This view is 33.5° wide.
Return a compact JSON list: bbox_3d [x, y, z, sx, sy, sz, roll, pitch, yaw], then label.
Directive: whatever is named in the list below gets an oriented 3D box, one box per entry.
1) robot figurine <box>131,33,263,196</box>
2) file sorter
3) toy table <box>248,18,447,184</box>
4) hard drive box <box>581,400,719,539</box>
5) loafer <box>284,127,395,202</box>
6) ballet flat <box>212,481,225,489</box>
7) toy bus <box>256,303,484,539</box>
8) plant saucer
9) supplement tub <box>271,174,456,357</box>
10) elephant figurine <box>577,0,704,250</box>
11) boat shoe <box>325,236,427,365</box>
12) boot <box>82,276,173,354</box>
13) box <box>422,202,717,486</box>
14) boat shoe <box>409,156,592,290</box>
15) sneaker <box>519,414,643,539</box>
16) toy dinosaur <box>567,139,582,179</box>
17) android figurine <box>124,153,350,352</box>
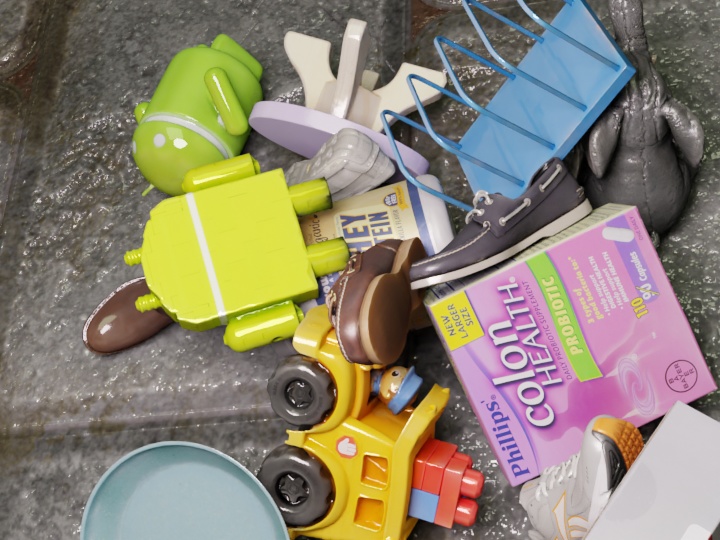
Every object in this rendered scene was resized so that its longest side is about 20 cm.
[{"bbox_3d":[-0.182,-0.168,1.345,0.175,0.116,0.201,-10,49,46],"label":"robot figurine"},{"bbox_3d":[0.126,-0.167,1.116,0.200,0.122,0.139,-52,32,27],"label":"file sorter"},{"bbox_3d":[-0.008,-0.177,1.279,0.199,0.184,0.118,20,80,-1],"label":"toy table"},{"bbox_3d":[0.241,0.219,0.935,0.077,0.200,0.156,29,72,29],"label":"hard drive box"},{"bbox_3d":[-0.037,-0.084,1.240,0.200,0.070,0.070,-25,39,58],"label":"loafer"},{"bbox_3d":[-0.095,0.272,1.072,0.071,0.072,0.201,-10,88,10],"label":"ballet flat"},{"bbox_3d":[0.020,0.145,1.047,0.191,0.136,0.201,11,106,17],"label":"toy bus"},{"bbox_3d":[-0.145,0.243,1.030,0.199,0.036,0.201,2,95,17],"label":"plant saucer"},{"bbox_3d":[0.000,0.000,1.174,0.199,0.145,0.145,-17,56,6],"label":"supplement tub"},{"bbox_3d":[0.260,-0.135,1.139,0.141,0.200,0.155,-41,59,-17],"label":"elephant figurine"},{"bbox_3d":[0.007,0.028,1.006,0.070,0.071,0.200,-7,16,16],"label":"boat shoe"},{"bbox_3d":[-0.199,0.034,1.187,0.186,0.200,0.064,-33,98,-6],"label":"boot"},{"bbox_3d":[0.180,0.061,1.060,0.199,0.097,0.177,-25,95,1],"label":"box"},{"bbox_3d":[0.115,-0.042,1.045,0.199,0.073,0.063,-26,95,-28],"label":"boat shoe"},{"bbox_3d":[0.172,0.184,0.975,0.092,0.201,0.076,21,49,24],"label":"sneaker"},{"bbox_3d":[0.181,-0.061,1.176,0.047,0.201,0.088,10,26,-11],"label":"toy dinosaur"},{"bbox_3d":[-0.114,-0.017,1.089,0.199,0.041,0.183,-18,74,-6],"label":"android figurine"}]
